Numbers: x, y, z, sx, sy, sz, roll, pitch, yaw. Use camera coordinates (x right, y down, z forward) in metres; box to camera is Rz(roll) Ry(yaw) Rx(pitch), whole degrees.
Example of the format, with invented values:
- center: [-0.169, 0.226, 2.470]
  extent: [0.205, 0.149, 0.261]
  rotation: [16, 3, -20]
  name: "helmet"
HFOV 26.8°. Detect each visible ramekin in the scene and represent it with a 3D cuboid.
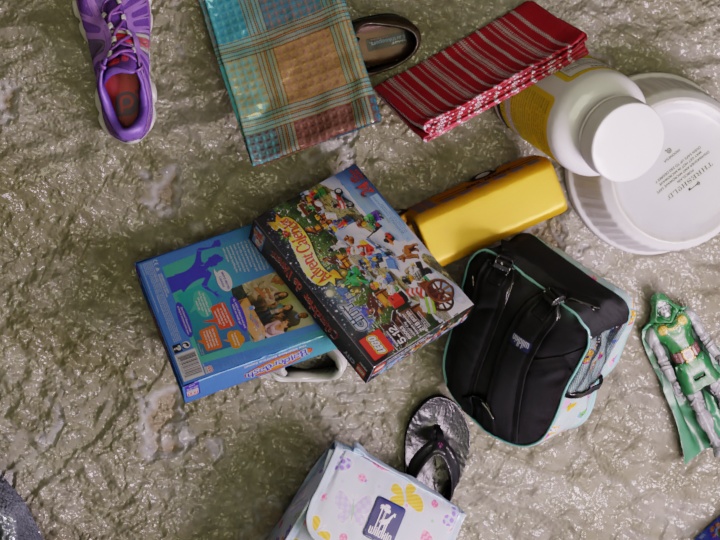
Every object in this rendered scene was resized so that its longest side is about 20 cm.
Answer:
- center: [0.329, -0.113, 1.646]
  extent: [0.201, 0.094, 0.203]
  rotation: [-2, 99, -11]
  name: "ramekin"

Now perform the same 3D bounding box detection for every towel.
- center: [-0.074, -0.221, 1.529]
  extent: [0.146, 0.022, 0.201]
  rotation: [-19, 82, 12]
  name: "towel"
- center: [0.123, -0.211, 1.565]
  extent: [0.200, 0.145, 0.023]
  rotation: [-29, 123, -6]
  name: "towel"

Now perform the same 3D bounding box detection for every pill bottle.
- center: [0.224, -0.162, 1.552]
  extent: [0.111, 0.200, 0.112]
  rotation: [-9, 116, -18]
  name: "pill bottle"

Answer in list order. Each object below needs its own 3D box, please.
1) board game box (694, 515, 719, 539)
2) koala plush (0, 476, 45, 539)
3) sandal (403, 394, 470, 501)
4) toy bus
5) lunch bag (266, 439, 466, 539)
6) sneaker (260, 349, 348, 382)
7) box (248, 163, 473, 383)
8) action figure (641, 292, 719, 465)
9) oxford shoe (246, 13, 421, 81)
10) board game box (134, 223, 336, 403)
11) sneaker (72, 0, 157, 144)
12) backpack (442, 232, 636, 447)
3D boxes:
- center: [0.508, 0.348, 1.784]
  extent: [0.134, 0.045, 0.200]
  rotation: [-41, 104, -2]
  name: "board game box"
- center: [-0.336, 0.324, 1.551]
  extent: [0.199, 0.177, 0.184]
  rotation: [23, 84, -10]
  name: "koala plush"
- center: [0.079, 0.239, 1.678]
  extent: [0.075, 0.048, 0.201]
  rotation: [10, 98, -12]
  name: "sandal"
- center: [0.114, -0.055, 1.620]
  extent: [0.199, 0.078, 0.065]
  rotation: [-24, 103, -7]
  name: "toy bus"
- center: [-0.006, 0.300, 1.620]
  extent: [0.169, 0.127, 0.200]
  rotation: [32, 99, -9]
  name: "lunch bag"
- center: [-0.107, 0.077, 1.595]
  extent: [0.199, 0.089, 0.074]
  rotation: [8, 99, -11]
  name: "sneaker"
- center: [0.000, 0.000, 1.538]
  extent: [0.136, 0.038, 0.200]
  rotation: [-30, 71, -29]
  name: "box"
- center: [0.378, 0.113, 1.717]
  extent: [0.118, 0.055, 0.200]
  rotation: [-31, 100, -2]
  name: "action figure"
- center: [-0.033, -0.223, 1.561]
  extent: [0.199, 0.084, 0.073]
  rotation: [-20, 104, -6]
  name: "oxford shoe"
- center: [-0.113, 0.031, 1.559]
  extent: [0.199, 0.045, 0.152]
  rotation: [-19, 65, -11]
  name: "board game box"
- center: [-0.239, -0.227, 1.519]
  extent: [0.080, 0.083, 0.201]
  rotation: [-13, 101, -9]
  name: "sneaker"
- center: [0.185, 0.079, 1.605]
  extent: [0.153, 0.176, 0.201]
  rotation: [-15, 132, -50]
  name: "backpack"
